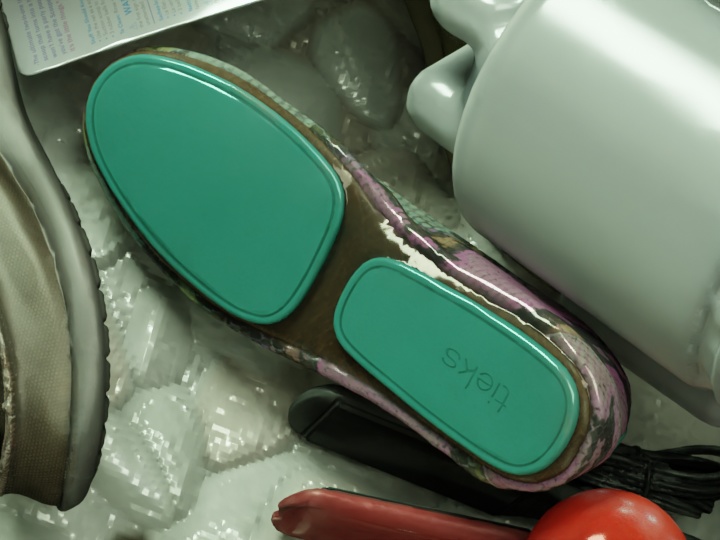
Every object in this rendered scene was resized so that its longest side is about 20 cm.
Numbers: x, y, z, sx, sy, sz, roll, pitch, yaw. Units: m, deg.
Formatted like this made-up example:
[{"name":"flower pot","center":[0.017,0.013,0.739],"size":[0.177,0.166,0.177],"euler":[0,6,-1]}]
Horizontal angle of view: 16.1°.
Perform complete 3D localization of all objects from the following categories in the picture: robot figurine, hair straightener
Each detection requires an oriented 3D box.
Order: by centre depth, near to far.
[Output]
[{"name":"robot figurine","center":[0.107,-0.029,0.763],"size":[0.200,0.170,0.113],"euler":[37,50,24]},{"name":"hair straightener","center":[0.071,0.065,0.820],"size":[0.198,0.041,0.078],"euler":[12,62,-13]}]

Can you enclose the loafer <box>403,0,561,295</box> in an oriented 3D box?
[{"name":"loafer","center":[0.061,-0.081,0.870],"size":[0.076,0.067,0.201],"euler":[-20,76,-30]}]

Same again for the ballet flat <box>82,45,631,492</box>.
[{"name":"ballet flat","center":[0.000,0.000,0.796],"size":[0.199,0.069,0.071],"euler":[35,12,17]}]

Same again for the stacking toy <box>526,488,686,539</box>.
[{"name":"stacking toy","center":[0.026,0.139,0.736],"size":[0.085,0.085,0.200],"euler":[46,60,1]}]

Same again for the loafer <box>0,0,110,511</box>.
[{"name":"loafer","center":[-0.128,-0.017,0.761],"size":[0.070,0.073,0.201],"euler":[-14,67,-19]}]

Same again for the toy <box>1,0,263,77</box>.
[{"name":"toy","center":[-0.024,-0.127,0.839],"size":[0.199,0.047,0.116],"euler":[-20,56,0]}]
